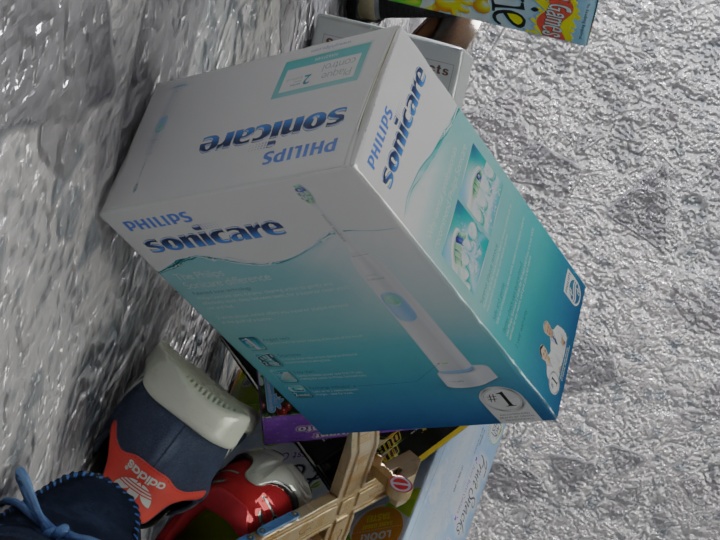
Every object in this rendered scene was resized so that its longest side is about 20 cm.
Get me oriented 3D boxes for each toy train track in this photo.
[{"bbox_3d":[-0.031,0.148,0.793,0.200,0.033,0.115,-21,138,-43],"label":"toy train track"}]

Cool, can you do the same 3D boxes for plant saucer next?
[{"bbox_3d":[0.040,-0.170,1.332,0.200,0.032,0.200,-50,-168,14],"label":"plant saucer"}]

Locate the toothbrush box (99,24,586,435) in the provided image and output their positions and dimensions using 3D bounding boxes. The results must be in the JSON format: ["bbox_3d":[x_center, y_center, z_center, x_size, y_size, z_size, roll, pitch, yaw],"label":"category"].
[{"bbox_3d":[-0.002,-0.009,0.711,0.200,0.146,0.086,47,47,-39],"label":"toothbrush box"}]

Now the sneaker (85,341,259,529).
[{"bbox_3d":[-0.106,0.092,0.790,0.085,0.075,0.200,-54,178,-4],"label":"sneaker"}]

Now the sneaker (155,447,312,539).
[{"bbox_3d":[-0.107,0.181,0.837,0.200,0.077,0.085,-58,163,24],"label":"sneaker"}]

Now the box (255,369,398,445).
[{"bbox_3d":[0.000,0.000,0.872,0.039,0.136,0.201,93,-9,-59],"label":"box"}]

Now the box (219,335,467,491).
[{"bbox_3d":[0.009,0.050,0.959,0.049,0.159,0.200,59,-9,-30],"label":"box"}]

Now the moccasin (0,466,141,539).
[{"bbox_3d":[-0.126,0.130,0.561,0.200,0.080,0.068,-66,180,-64],"label":"moccasin"}]

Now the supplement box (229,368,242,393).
[{"bbox_3d":[-0.013,0.170,1.138,0.131,0.199,0.103,97,10,-55],"label":"supplement box"}]

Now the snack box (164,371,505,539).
[{"bbox_3d":[-0.019,0.141,0.973,0.068,0.199,0.169,54,45,-33],"label":"snack box"}]

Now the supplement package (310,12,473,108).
[{"bbox_3d":[0.007,-0.086,1.142,0.117,0.117,0.201,-29,133,-80],"label":"supplement package"}]

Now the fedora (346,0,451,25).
[{"bbox_3d":[0.052,-0.270,1.242,0.201,0.091,0.201,13,90,-84],"label":"fedora"}]

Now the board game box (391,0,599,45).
[{"bbox_3d":[0.071,-0.242,0.985,0.103,0.199,0.105,95,10,-56],"label":"board game box"}]
